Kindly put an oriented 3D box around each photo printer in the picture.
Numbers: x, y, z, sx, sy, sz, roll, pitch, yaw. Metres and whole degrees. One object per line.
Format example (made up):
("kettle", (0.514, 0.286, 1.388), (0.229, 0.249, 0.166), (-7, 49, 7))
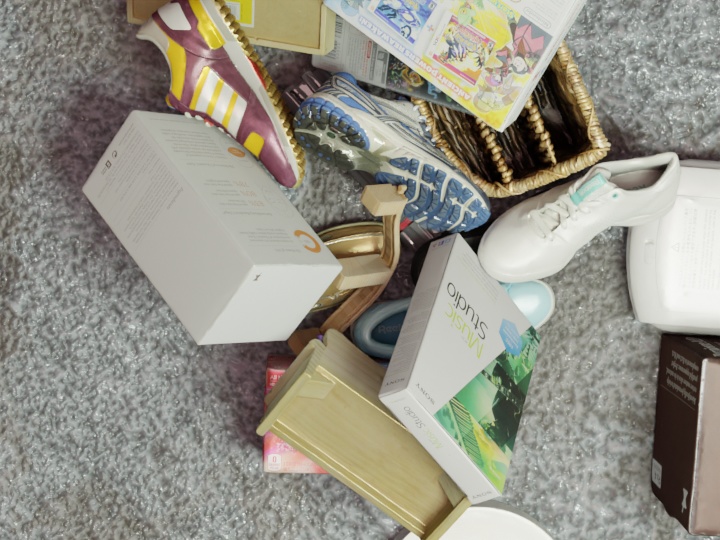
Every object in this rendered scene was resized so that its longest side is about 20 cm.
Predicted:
("photo printer", (0.354, -0.020, 1.561), (0.200, 0.069, 0.167), (3, 94, -2))

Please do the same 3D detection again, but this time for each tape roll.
("tape roll", (0.113, 0.325, 1.601), (0.202, 0.037, 0.203), (0, 96, -3))

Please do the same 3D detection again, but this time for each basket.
("basket", (0.118, -0.168, 1.499), (0.143, 0.149, 0.200), (-23, 97, 0))

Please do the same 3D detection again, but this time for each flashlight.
("flashlight", (0.012, -0.107, 1.547), (0.068, 0.068, 0.200), (-42, 90, -6))

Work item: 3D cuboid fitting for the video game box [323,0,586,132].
("video game box", (0.088, -0.247, 1.387), (0.200, 0.047, 0.182), (38, 123, 11))

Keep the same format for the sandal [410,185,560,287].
("sandal", (0.144, -0.018, 1.537), (0.200, 0.048, 0.075), (-23, 127, -18))

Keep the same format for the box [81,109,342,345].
("box", (-0.133, -0.039, 1.462), (0.200, 0.124, 0.098), (50, 117, 26))

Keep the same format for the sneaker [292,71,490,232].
("sneaker", (0.041, -0.114, 1.484), (0.200, 0.077, 0.085), (34, 51, -10))

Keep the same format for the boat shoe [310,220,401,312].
("boat shoe", (-0.053, 0.012, 1.545), (0.200, 0.076, 0.072), (-25, 96, 0))

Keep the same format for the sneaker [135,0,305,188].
("sneaker", (-0.124, -0.153, 1.482), (0.090, 0.075, 0.200), (-27, 100, 8))

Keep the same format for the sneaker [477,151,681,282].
("sneaker", (0.196, -0.059, 1.474), (0.200, 0.089, 0.075), (-26, 71, -9))

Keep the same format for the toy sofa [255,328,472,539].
("toy sofa", (0.013, 0.150, 1.471), (0.200, 0.098, 0.083), (36, 116, -6))

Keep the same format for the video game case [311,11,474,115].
("video game case", (0.047, -0.253, 1.452), (0.182, 0.023, 0.200), (20, 120, 22))

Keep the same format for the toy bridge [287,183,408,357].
("toy bridge", (0.000, 0.000, 1.506), (0.027, 0.067, 0.200), (51, 129, 32))

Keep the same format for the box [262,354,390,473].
("box", (0.008, 0.136, 1.550), (0.200, 0.095, 0.103), (3, 95, -3))

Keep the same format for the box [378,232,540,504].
("box", (0.092, 0.083, 1.442), (0.036, 0.200, 0.144), (-21, 123, 35))

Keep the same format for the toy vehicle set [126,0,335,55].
("toy vehicle set", (-0.118, -0.273, 1.490), (0.200, 0.027, 0.124), (12, 117, 15))

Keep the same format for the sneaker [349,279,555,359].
("sneaker", (0.091, 0.051, 1.552), (0.200, 0.082, 0.074), (-14, 97, -1))

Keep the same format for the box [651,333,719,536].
("box", (0.391, 0.153, 1.531), (0.200, 0.166, 0.165), (3, 96, -3))
